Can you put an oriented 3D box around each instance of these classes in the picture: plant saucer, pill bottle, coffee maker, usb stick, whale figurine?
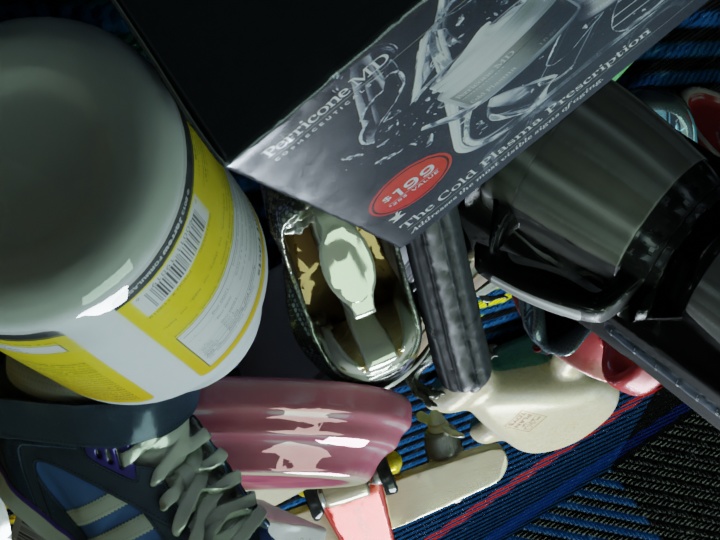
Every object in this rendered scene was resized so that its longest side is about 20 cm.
[{"bbox_3d":[-0.070,0.098,0.828,0.199,0.051,0.201,-1,168,0],"label":"plant saucer"},{"bbox_3d":[-0.099,-0.009,0.562,0.112,0.112,0.200,-34,162,-2],"label":"pill bottle"},{"bbox_3d":[0.169,-0.014,0.784,0.135,0.200,0.192,-55,161,9],"label":"coffee maker"},{"bbox_3d":[0.040,-0.012,0.744,0.032,0.056,0.200,-10,135,7],"label":"usb stick"},{"bbox_3d":[0.150,0.102,1.360,0.199,0.104,0.159,11,138,-32],"label":"whale figurine"}]

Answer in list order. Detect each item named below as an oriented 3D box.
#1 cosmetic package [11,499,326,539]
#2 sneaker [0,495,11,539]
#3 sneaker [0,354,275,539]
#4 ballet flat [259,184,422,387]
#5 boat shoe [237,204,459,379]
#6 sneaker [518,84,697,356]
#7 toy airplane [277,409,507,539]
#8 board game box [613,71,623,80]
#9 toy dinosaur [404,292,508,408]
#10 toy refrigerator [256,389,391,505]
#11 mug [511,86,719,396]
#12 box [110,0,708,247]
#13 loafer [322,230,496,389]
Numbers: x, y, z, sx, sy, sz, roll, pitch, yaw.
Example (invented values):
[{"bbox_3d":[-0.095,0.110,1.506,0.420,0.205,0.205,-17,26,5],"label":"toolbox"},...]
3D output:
[{"bbox_3d":[-0.120,0.187,0.885,0.200,0.074,0.102,17,87,-45],"label":"cosmetic package"},{"bbox_3d":[-0.267,0.173,0.787,0.115,0.074,0.200,-24,161,-39],"label":"sneaker"},{"bbox_3d":[-0.093,0.091,0.693,0.081,0.200,0.147,-40,157,-51],"label":"sneaker"},{"bbox_3d":[-0.005,0.013,0.738,0.072,0.072,0.201,-31,136,-12],"label":"ballet flat"},{"bbox_3d":[0.000,0.000,0.838,0.068,0.072,0.200,-3,137,-50],"label":"boat shoe"},{"bbox_3d":[0.169,-0.025,0.956,0.096,0.079,0.201,-69,180,-65],"label":"sneaker"},{"bbox_3d":[-0.002,0.192,1.204,0.199,0.141,0.199,17,122,-28],"label":"toy airplane"},{"bbox_3d":[0.130,-0.130,0.811,0.105,0.023,0.200,-14,153,-50],"label":"board game box"},{"bbox_3d":[0.054,0.043,1.044,0.199,0.088,0.047,-30,-159,-9],"label":"toy dinosaur"},{"bbox_3d":[-0.076,0.126,1.025,0.200,0.070,0.076,-25,153,-32],"label":"toy refrigerator"},{"bbox_3d":[0.230,-0.013,1.061,0.133,0.178,0.200,3,137,-41],"label":"mug"},{"bbox_3d":[0.034,-0.119,0.535,0.200,0.104,0.182,-39,161,12],"label":"box"},{"bbox_3d":[0.035,0.009,0.945,0.200,0.072,0.063,-39,146,-8],"label":"loafer"}]
